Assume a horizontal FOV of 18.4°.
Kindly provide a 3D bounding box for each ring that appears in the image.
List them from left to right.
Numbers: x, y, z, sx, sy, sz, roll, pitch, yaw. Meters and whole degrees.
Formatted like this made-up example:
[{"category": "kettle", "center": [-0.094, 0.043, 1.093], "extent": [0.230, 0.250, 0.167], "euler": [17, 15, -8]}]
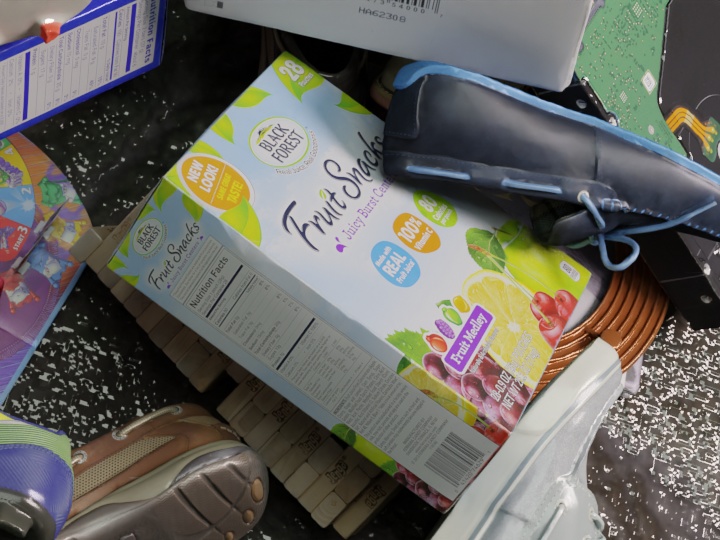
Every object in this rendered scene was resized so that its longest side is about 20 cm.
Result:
[{"category": "ring", "center": [0.081, -0.023, 1.208], "extent": [0.200, 0.019, 0.201], "euler": [7, 66, -15]}]

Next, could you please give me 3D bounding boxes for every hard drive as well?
[{"category": "hard drive", "center": [0.172, -0.085, 1.219], "extent": [0.200, 0.038, 0.140], "euler": [54, 49, -25]}]

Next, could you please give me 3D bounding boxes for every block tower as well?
[{"category": "block tower", "center": [-0.055, 0.042, 1.113], "extent": [0.200, 0.054, 0.058], "euler": [46, 99, 8]}]

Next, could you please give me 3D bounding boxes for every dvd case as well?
[{"category": "dvd case", "center": [0.070, -0.025, 1.224], "extent": [0.200, 0.016, 0.149], "euler": [18, 62, -11]}]

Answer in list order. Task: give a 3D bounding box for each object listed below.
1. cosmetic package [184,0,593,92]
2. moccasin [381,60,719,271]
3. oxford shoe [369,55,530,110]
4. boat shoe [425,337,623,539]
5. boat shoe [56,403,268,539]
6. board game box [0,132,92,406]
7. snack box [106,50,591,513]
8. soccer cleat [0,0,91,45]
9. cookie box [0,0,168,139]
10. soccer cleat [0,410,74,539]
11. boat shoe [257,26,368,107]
[{"category": "cosmetic package", "center": [0.032, -0.221, 1.119], "extent": [0.199, 0.123, 0.200], "euler": [12, 53, 0]}, {"category": "moccasin", "center": [0.102, -0.044, 1.117], "extent": [0.200, 0.080, 0.068], "euler": [19, 89, -9]}, {"category": "oxford shoe", "center": [0.076, -0.136, 1.214], "extent": [0.071, 0.074, 0.200], "euler": [31, 38, 22]}, {"category": "boat shoe", "center": [0.077, 0.127, 1.065], "extent": [0.071, 0.070, 0.201], "euler": [36, 78, 3]}, {"category": "boat shoe", "center": [-0.144, 0.125, 1.062], "extent": [0.200, 0.076, 0.072], "euler": [-22, 45, -17]}, {"category": "board game box", "center": [-0.225, -0.008, 1.100], "extent": [0.158, 0.039, 0.200], "euler": [31, 61, -4]}, {"category": "snack box", "center": [0.000, 0.000, 1.084], "extent": [0.200, 0.068, 0.169], "euler": [35, 32, 0]}, {"category": "soccer cleat", "center": [-0.224, -0.139, 1.035], "extent": [0.200, 0.069, 0.078], "euler": [-9, 57, -14]}, {"category": "cookie box", "center": [-0.225, -0.146, 1.125], "extent": [0.200, 0.075, 0.171], "euler": [-29, 66, -28]}, {"category": "soccer cleat", "center": [-0.220, 0.071, 0.955], "extent": [0.200, 0.065, 0.084], "euler": [19, 39, -6]}, {"category": "boat shoe", "center": [-0.022, -0.160, 1.210], "extent": [0.074, 0.073, 0.200], "euler": [1, 58, -18]}]
